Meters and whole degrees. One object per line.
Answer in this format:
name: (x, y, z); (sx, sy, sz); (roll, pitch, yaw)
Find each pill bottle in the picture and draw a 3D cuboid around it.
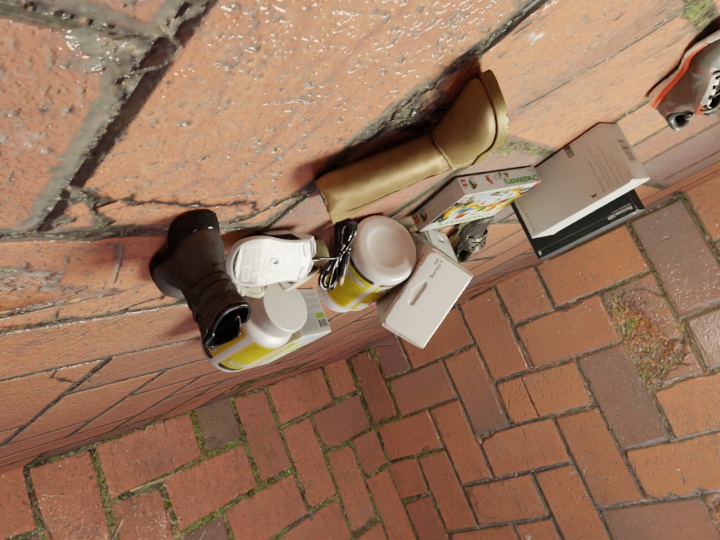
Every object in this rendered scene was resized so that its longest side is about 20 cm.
pill bottle: (0.000, 0.000, 0.857); (0.112, 0.113, 0.200); (-15, 166, -31)
pill bottle: (-0.195, 0.102, 0.936); (0.199, 0.115, 0.114); (-31, 165, 36)

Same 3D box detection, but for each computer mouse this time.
computer mouse: (-0.097, -0.023, 0.703); (0.199, 0.044, 0.110); (-1, 115, -39)

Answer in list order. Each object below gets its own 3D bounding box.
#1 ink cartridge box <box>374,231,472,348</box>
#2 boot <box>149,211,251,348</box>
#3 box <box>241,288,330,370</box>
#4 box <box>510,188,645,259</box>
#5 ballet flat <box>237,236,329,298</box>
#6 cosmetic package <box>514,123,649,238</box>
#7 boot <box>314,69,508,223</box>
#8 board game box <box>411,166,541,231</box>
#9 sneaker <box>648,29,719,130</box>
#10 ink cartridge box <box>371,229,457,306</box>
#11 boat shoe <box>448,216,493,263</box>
ink cartridge box: (0.097, 0.026, 0.882); (0.145, 0.084, 0.200); (-57, -171, 8)
boot: (-0.191, 0.032, 0.600); (0.069, 0.132, 0.200); (-17, 166, -29)
box: (-0.182, 0.126, 1.091); (0.199, 0.102, 0.112); (-29, 167, 27)
box: (0.411, -0.128, 0.990); (0.199, 0.142, 0.079); (-31, 165, 37)
ballet flat: (-0.136, 0.006, 0.756); (0.199, 0.063, 0.067); (-20, 168, -13)
cosmetic package: (0.371, -0.151, 0.893); (0.081, 0.114, 0.200); (-12, 162, -42)
boot: (0.047, -0.119, 0.552); (0.199, 0.067, 0.175); (-22, 168, -1)
board game box: (0.199, -0.123, 0.878); (0.199, 0.035, 0.126); (-15, 166, -35)
sneaker: (0.473, -0.256, 0.691); (0.077, 0.082, 0.200); (-23, 168, 1)
ink cartridge box: (0.091, -0.001, 1.084); (0.199, 0.084, 0.145); (-29, 167, 23)
boat shoe: (0.243, -0.071, 1.106); (0.073, 0.065, 0.200); (-19, 166, -12)
